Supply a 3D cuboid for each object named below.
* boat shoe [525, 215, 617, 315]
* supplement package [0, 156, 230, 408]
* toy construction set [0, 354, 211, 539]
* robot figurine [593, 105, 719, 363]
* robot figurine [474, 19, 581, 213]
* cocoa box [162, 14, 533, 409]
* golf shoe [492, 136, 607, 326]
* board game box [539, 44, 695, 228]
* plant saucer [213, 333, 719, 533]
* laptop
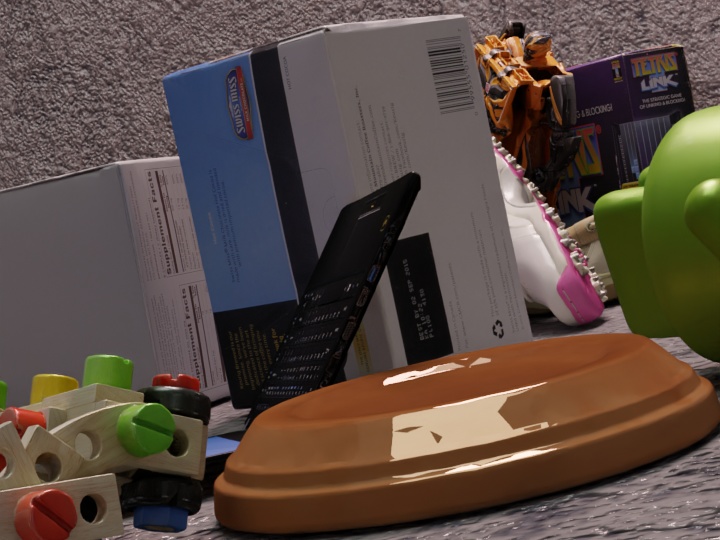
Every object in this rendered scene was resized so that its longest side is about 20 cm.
[{"bbox_3d":[0.097,0.002,1.342,0.201,0.063,0.073,-10,3,38],"label":"boat shoe"},{"bbox_3d":[-0.191,0.022,1.209,0.200,0.156,0.111,-10,1,27],"label":"supplement package"},{"bbox_3d":[-0.133,0.069,0.697,0.131,0.092,0.200,16,-6,-34],"label":"toy construction set"},{"bbox_3d":[0.202,-0.021,0.816,0.200,0.116,0.175,-8,14,41],"label":"robot figurine"},{"bbox_3d":[0.109,-0.084,1.414,0.058,0.200,0.145,-5,33,-19],"label":"robot figurine"},{"bbox_3d":[-0.007,-0.033,1.091,0.131,0.200,0.133,-10,3,41],"label":"cocoa box"},{"bbox_3d":[0.094,-0.010,1.250,0.092,0.075,0.200,-36,32,4],"label":"golf shoe"},{"bbox_3d":[0.178,-0.070,1.416,0.057,0.165,0.200,-13,2,-23],"label":"board game box"},{"bbox_3d":[0.038,0.059,0.744,0.200,0.037,0.200,-12,2,0],"label":"plant saucer"},{"bbox_3d":[-0.071,0.033,0.899,0.103,0.200,0.177,25,-7,-9],"label":"laptop"}]
